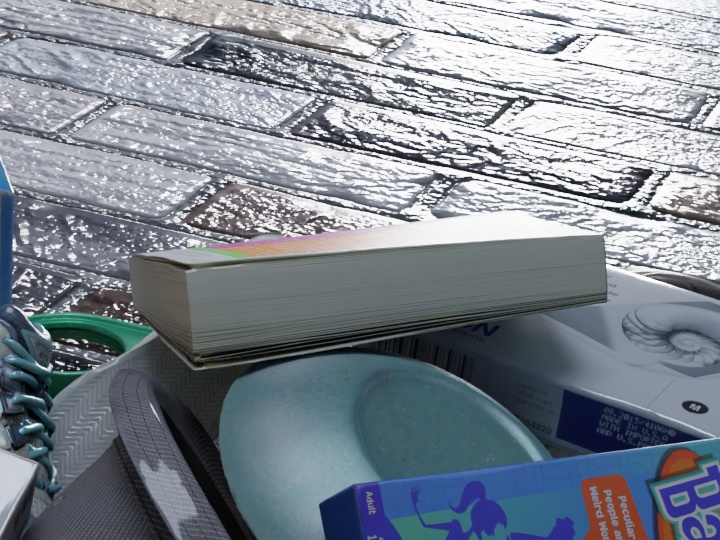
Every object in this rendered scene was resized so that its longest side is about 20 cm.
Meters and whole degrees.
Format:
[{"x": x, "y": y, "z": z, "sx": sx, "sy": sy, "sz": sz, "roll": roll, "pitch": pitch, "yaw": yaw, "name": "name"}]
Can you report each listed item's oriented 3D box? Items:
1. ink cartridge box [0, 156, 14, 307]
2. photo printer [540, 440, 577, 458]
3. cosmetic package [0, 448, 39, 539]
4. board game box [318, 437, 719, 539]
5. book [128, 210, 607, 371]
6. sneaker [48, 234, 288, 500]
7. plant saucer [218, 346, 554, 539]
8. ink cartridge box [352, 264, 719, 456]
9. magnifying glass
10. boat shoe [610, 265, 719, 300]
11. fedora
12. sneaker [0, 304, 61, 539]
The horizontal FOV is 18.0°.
[{"x": -0.270, "y": -0.011, "z": 1.210, "sx": 0.145, "sy": 0.148, "sz": 0.200, "roll": -2, "pitch": 25, "yaw": -17, "name": "ink cartridge box"}, {"x": 0.075, "y": 0.077, "z": 1.183, "sx": 0.199, "sy": 0.070, "sz": 0.166, "roll": -13, "pitch": 30, "yaw": -37, "name": "photo printer"}, {"x": -0.198, "y": 0.148, "z": 0.855, "sx": 0.082, "sy": 0.051, "sz": 0.201, "roll": 22, "pitch": 53, "yaw": 1, "name": "cosmetic package"}, {"x": 0.093, "y": 0.152, "z": 0.921, "sx": 0.199, "sy": 0.153, "sz": 0.045, "roll": -5, "pitch": -14, "yaw": -24, "name": "board game box"}, {"x": 0.000, "y": 0.000, "z": 1.083, "sx": 0.199, "sy": 0.048, "sz": 0.134, "roll": -7, "pitch": 10, "yaw": -16, "name": "book"}, {"x": -0.105, "y": 0.073, "z": 1.162, "sx": 0.200, "sy": 0.116, "sz": 0.074, "roll": -41, "pitch": 86, "yaw": -24, "name": "sneaker"}, {"x": 0.034, "y": 0.094, "z": 0.996, "sx": 0.200, "sy": 0.039, "sz": 0.201, "roll": 25, "pitch": 31, "yaw": -16, "name": "plant saucer"}, {"x": 0.127, "y": 0.032, "z": 1.159, "sx": 0.199, "sy": 0.041, "sz": 0.200, "roll": 18, "pitch": 26, "yaw": 23, "name": "ink cartridge box"}, {"x": -0.107, "y": 0.048, "z": 1.271, "sx": 0.199, "sy": 0.023, "sz": 0.080, "roll": 3, "pitch": 23, "yaw": -8, "name": "magnifying glass"}, {"x": 0.134, "y": 0.021, "z": 1.322, "sx": 0.199, "sy": 0.075, "sz": 0.073, "roll": 5, "pitch": 23, "yaw": -4, "name": "boat shoe"}, {"x": -0.083, "y": 0.135, "z": 0.949, "sx": 0.090, "sy": 0.177, "sz": 0.200, "roll": -30, "pitch": 7, "yaw": -1, "name": "fedora"}, {"x": -0.175, "y": 0.061, "z": 1.058, "sx": 0.086, "sy": 0.078, "sz": 0.200, "roll": -36, "pitch": 66, "yaw": -7, "name": "sneaker"}]
